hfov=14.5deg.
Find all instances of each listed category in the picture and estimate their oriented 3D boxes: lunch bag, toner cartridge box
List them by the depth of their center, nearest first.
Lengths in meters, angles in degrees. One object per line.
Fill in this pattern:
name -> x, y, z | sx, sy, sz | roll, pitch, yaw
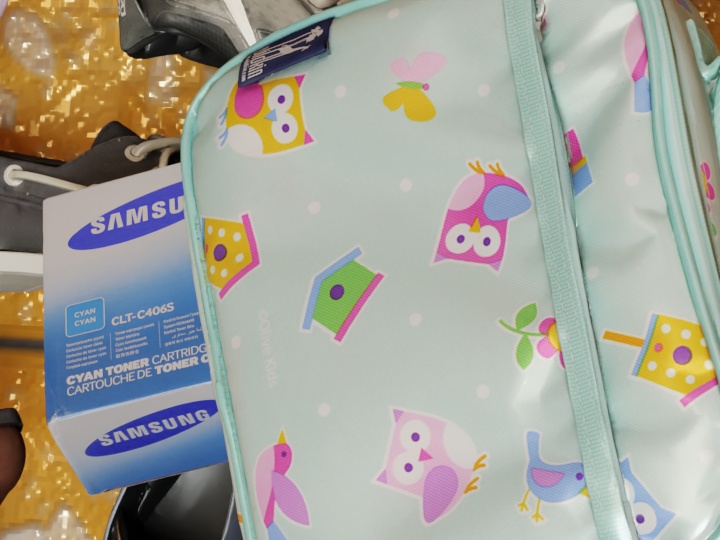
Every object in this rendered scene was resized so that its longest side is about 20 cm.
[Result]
lunch bag -> 0.038, 0.008, 0.776 | 0.160, 0.077, 0.201 | -20, 69, 26
toner cartridge box -> 0.000, 0.000, 0.887 | 0.199, 0.043, 0.095 | -15, 48, 9

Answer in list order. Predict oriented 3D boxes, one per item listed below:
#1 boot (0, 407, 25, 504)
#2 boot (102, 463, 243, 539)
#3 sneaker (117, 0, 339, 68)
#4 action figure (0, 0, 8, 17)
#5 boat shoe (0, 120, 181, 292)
boot -> -0.137, 0.165, 0.948 | 0.188, 0.068, 0.200 | -42, 64, 35
boot -> -0.078, 0.118, 0.956 | 0.075, 0.097, 0.200 | 29, 92, 20
sneaker -> -0.063, -0.123, 1.002 | 0.090, 0.066, 0.200 | -39, 75, 7
action figure -> -0.176, -0.029, 0.970 | 0.148, 0.134, 0.201 | -1, 95, -7
boat shoe -> -0.089, -0.023, 0.996 | 0.199, 0.074, 0.061 | 0, 87, 27
